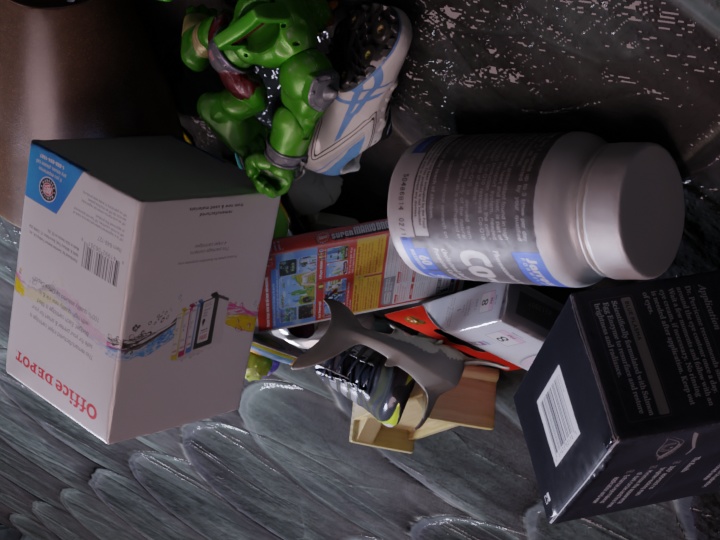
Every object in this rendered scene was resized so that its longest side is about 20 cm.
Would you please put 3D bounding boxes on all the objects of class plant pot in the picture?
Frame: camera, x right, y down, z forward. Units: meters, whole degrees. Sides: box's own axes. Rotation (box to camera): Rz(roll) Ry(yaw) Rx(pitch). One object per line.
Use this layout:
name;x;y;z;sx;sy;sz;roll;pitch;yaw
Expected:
plant pot;-0.246;-0.164;1.070;0.187;0.187;0.200;21;137;19

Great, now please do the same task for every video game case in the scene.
video game case;0.000;0.000;1.105;0.200;0.017;0.143;-11;152;-9

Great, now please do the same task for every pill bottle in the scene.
pill bottle;0.128;-0.045;0.927;0.200;0.114;0.114;4;143;43

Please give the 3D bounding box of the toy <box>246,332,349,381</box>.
toy;-0.119;0.072;1.191;0.200;0.047;0.115;29;179;-42

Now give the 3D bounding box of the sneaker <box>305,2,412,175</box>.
sneaker;0.002;-0.137;0.966;0.072;0.072;0.200;8;154;-18

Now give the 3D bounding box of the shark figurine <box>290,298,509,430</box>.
shark figurine;0.045;0.097;1.138;0.128;0.090;0.214;16;177;35

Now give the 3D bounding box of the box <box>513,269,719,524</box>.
box;0.240;0.093;0.944;0.200;0.118;0.197;-8;154;-11

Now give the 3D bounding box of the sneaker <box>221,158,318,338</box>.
sneaker;-0.118;-0.005;1.224;0.200;0.090;0.075;60;161;-15

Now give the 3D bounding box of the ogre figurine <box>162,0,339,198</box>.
ogre figurine;-0.080;-0.165;0.934;0.098;0.200;0.120;3;158;-40

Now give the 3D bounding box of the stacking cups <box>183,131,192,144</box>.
stacking cups;-0.235;-0.058;1.181;0.060;0.200;0.061;24;151;15

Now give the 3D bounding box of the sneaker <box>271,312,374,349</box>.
sneaker;-0.080;0.019;1.312;0.200;0.075;0.089;14;130;25

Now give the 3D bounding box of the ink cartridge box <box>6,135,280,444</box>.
ink cartridge box;-0.177;0.009;1.007;0.147;0.145;0.200;27;114;37

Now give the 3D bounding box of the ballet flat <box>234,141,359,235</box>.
ballet flat;-0.038;-0.053;1.139;0.068;0.068;0.200;-9;130;31

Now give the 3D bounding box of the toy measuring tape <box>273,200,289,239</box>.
toy measuring tape;-0.109;-0.020;1.107;0.074;0.074;0.200;31;143;0

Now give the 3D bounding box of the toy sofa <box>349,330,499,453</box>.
toy sofa;0.066;0.133;1.353;0.083;0.098;0.200;13;159;-21

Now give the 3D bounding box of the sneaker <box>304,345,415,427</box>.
sneaker;-0.004;0.108;1.303;0.081;0.074;0.200;23;177;-22

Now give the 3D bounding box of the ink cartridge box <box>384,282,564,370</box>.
ink cartridge box;0.134;0.073;1.157;0.162;0.057;0.200;26;153;-25
